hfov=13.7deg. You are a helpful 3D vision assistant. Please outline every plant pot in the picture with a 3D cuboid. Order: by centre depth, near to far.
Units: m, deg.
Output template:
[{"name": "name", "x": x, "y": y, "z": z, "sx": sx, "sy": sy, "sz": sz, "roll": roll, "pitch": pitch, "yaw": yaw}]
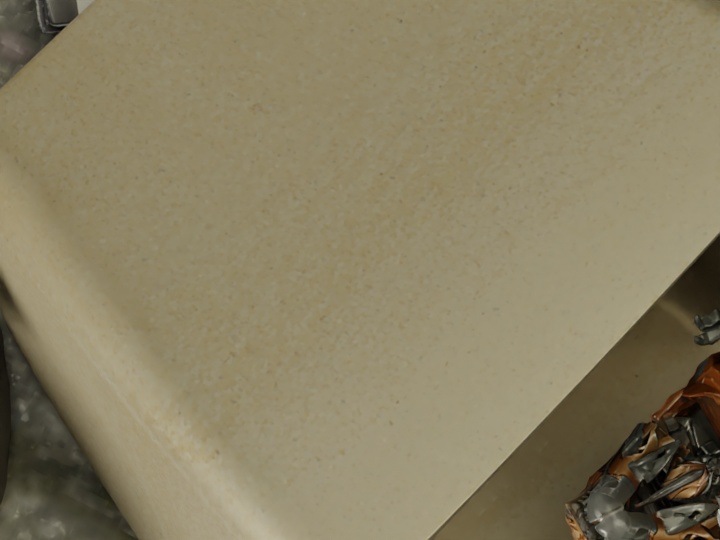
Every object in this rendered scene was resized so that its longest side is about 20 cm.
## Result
[{"name": "plant pot", "x": 0.000, "y": 0.000, "z": 0.834, "sx": 0.177, "sy": 0.200, "sz": 0.200, "roll": 40, "pitch": 74, "yaw": 15}]

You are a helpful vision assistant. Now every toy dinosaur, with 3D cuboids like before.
[{"name": "toy dinosaur", "x": 0.146, "y": 0.016, "z": 0.777, "sx": 0.102, "sy": 0.136, "sz": 0.200, "roll": 42, "pitch": 78, "yaw": 10}]

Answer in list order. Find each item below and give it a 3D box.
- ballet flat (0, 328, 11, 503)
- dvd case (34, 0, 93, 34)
[{"name": "ballet flat", "x": -0.154, "y": -0.013, "z": 0.875, "sx": 0.067, "sy": 0.046, "sz": 0.201, "roll": -25, "pitch": 97, "yaw": -56}, {"name": "dvd case", "x": -0.013, "y": -0.159, "z": 0.925, "sx": 0.199, "sy": 0.016, "sz": 0.150, "roll": -9, "pitch": 92, "yaw": -20}]
